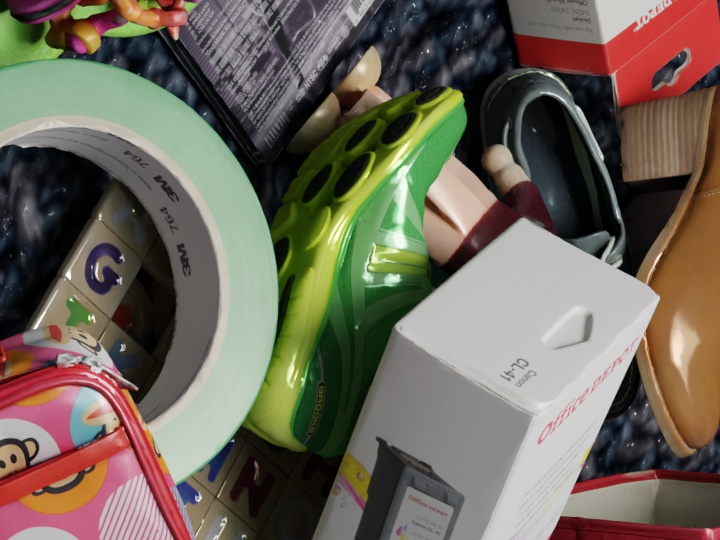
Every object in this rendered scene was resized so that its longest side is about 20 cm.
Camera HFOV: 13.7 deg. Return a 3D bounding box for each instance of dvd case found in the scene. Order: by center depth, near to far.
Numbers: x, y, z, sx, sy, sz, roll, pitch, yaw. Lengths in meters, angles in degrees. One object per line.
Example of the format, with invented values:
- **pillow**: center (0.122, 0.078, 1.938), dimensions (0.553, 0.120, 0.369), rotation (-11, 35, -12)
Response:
- **dvd case**: center (-0.064, -0.174, 1.481), dimensions (0.200, 0.016, 0.149), rotation (55, 54, -32)

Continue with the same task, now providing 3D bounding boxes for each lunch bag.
- **lunch bag**: center (-0.176, 0.109, 1.245), dimensions (0.200, 0.082, 0.177), rotation (-23, 115, -5)

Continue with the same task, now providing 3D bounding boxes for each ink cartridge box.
- **ink cartridge box**: center (0.050, 0.095, 1.428), dimensions (0.148, 0.085, 0.200), rotation (-39, 154, -54)
- **ink cartridge box**: center (0.133, -0.186, 1.645), dimensions (0.116, 0.067, 0.200), rotation (-38, 126, -41)

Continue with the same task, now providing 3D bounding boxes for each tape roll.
- **tape roll**: center (-0.134, 0.008, 1.336), dimensions (0.200, 0.048, 0.201), rotation (6, 78, -29)

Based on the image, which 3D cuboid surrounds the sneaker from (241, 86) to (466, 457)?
- **sneaker**: center (0.000, 0.000, 1.442), dimensions (0.084, 0.074, 0.200), rotation (39, 67, -31)

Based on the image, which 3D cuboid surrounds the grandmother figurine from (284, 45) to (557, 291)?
- **grandmother figurine**: center (0.055, -0.018, 1.513), dimensions (0.200, 0.061, 0.121), rotation (40, 64, -2)

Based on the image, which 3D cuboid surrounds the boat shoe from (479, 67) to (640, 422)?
- **boat shoe**: center (0.110, -0.010, 1.615), dimensions (0.073, 0.062, 0.201), rotation (-15, 97, -9)

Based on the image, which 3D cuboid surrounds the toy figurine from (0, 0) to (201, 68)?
- **toy figurine**: center (-0.071, -0.160, 1.331), dimensions (0.200, 0.184, 0.150), rotation (-47, 123, -26)

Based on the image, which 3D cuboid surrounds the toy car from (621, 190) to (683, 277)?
- **toy car**: center (0.213, 0.006, 1.704), dimensions (0.200, 0.184, 0.177), rotation (-20, 106, -16)

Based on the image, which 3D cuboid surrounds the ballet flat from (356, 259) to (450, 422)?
- **ballet flat**: center (0.034, 0.043, 1.544), dimensions (0.200, 0.070, 0.067), rotation (-54, 127, -33)

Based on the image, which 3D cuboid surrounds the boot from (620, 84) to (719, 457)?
- **boot**: center (0.223, -0.004, 1.599), dimensions (0.077, 0.155, 0.201), rotation (22, 65, -73)

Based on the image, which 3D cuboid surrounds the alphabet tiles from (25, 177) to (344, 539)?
- **alphabet tiles**: center (-0.084, 0.075, 1.420), dimensions (0.200, 0.008, 0.167), rotation (44, 62, -32)

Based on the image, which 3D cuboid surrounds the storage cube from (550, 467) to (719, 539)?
- **storage cube**: center (0.172, 0.210, 1.618), dimensions (0.200, 0.171, 0.180), rotation (-8, 96, -48)

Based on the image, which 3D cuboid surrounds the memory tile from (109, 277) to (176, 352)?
- **memory tile**: center (-0.083, 0.097, 1.446), dimensions (0.153, 0.017, 0.201), rotation (1, 89, -42)
